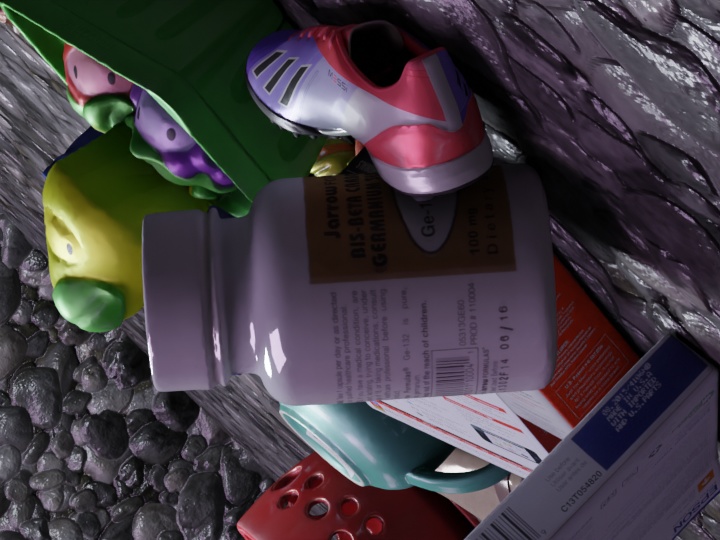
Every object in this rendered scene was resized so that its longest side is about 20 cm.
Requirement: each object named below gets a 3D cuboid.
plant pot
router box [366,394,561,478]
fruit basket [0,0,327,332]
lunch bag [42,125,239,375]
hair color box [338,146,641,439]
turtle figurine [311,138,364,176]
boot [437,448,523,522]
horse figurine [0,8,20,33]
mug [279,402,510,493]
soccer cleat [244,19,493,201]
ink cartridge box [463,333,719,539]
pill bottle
[{"bbox_3d":[0.010,0.244,2.198,0.200,0.183,0.200,40,170,8],"label":"plant pot"},{"bbox_3d":[0.057,0.066,1.518,0.199,0.049,0.180,23,164,35],"label":"router box"},{"bbox_3d":[-0.131,-0.073,1.345,0.215,0.216,0.156,31,166,47],"label":"fruit basket"},{"bbox_3d":[-0.107,-0.046,1.560,0.136,0.132,0.200,42,173,48],"label":"lunch bag"},{"bbox_3d":[0.076,0.013,1.306,0.200,0.061,0.101,47,169,-31],"label":"hair color box"},{"bbox_3d":[0.001,-0.013,1.409,0.200,0.064,0.162,136,118,-65],"label":"turtle figurine"},{"bbox_3d":[0.102,0.161,1.856,0.200,0.070,0.146,44,164,-18],"label":"boot"},{"bbox_3d":[-0.167,-0.132,1.672,0.200,0.050,0.133,38,174,29],"label":"horse figurine"},{"bbox_3d":[0.015,0.097,1.745,0.152,0.114,0.185,49,169,-33],"label":"mug"},{"bbox_3d":[-0.001,-0.099,1.160,0.200,0.068,0.073,36,145,55],"label":"soccer cleat"},{"bbox_3d":[0.122,0.145,1.287,0.041,0.200,0.200,41,169,23],"label":"ink cartridge box"},{"bbox_3d":[-0.006,0.009,1.157,0.114,0.199,0.115,176,90,-89],"label":"pill bottle"}]
